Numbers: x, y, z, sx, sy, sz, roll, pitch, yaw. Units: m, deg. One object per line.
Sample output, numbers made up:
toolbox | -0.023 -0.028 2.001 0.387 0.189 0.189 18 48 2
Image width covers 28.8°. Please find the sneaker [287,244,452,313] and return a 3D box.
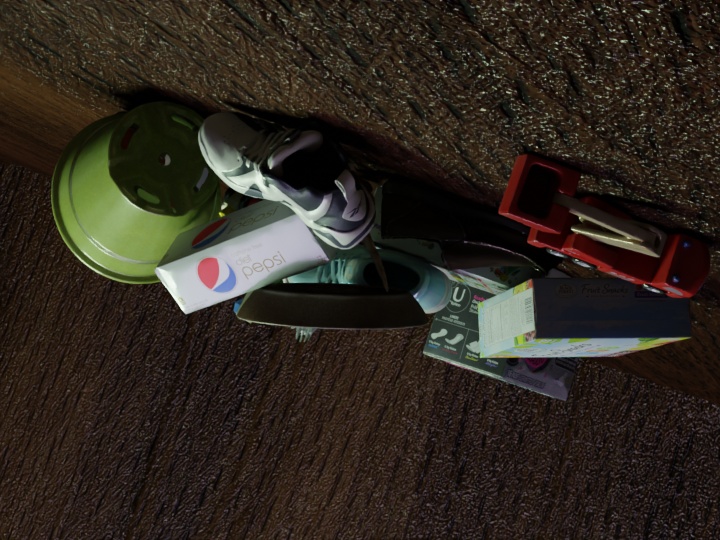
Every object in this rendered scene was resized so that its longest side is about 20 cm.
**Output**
sneaker | 0.000 0.000 1.552 0.198 0.075 0.082 4 166 23

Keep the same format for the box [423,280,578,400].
box | 0.197 0.088 1.850 0.131 0.116 0.199 15 177 35

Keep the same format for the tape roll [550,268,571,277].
tape roll | 0.180 -0.001 1.811 0.201 0.037 0.203 19 177 1

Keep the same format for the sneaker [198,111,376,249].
sneaker | -0.075 -0.109 1.288 0.199 0.079 0.130 40 164 20

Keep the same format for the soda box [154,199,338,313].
soda box | -0.111 -0.023 1.422 0.198 0.068 0.064 -20 116 33

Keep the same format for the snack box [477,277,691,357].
snack box | 0.227 0.051 1.460 0.166 0.069 0.200 0 170 -12

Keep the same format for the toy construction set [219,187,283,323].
toy construction set | -0.095 -0.052 1.555 0.091 0.200 0.132 8 136 39

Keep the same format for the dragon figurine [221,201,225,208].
dragon figurine | -0.142 -0.103 1.834 0.058 0.100 0.200 20 158 6

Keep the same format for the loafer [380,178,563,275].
loafer | 0.109 -0.030 1.433 0.198 0.072 0.073 20 177 7

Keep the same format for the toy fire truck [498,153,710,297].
toy fire truck | 0.197 -0.030 1.106 0.198 0.049 0.141 20 176 -8

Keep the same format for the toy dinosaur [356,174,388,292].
toy dinosaur | -0.008 -0.070 1.455 0.105 0.061 0.201 26 -155 -14

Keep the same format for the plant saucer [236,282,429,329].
plant saucer | -0.028 0.034 1.435 0.197 0.035 0.200 2 -178 0

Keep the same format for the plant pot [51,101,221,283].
plant pot | -0.229 -0.099 1.531 0.198 0.202 0.190 20 165 -14

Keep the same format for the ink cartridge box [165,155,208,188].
ink cartridge box | -0.272 -0.113 1.874 0.127 0.127 0.200 20 177 1

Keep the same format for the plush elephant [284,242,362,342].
plush elephant | -0.056 -0.033 1.737 0.155 0.200 0.165 45 177 -28

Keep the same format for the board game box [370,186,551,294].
board game box | 0.113 -0.024 1.591 0.198 0.065 0.147 20 177 14

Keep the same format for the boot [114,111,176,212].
boot | -0.239 -0.102 1.696 0.200 0.145 0.072 41 132 -11
